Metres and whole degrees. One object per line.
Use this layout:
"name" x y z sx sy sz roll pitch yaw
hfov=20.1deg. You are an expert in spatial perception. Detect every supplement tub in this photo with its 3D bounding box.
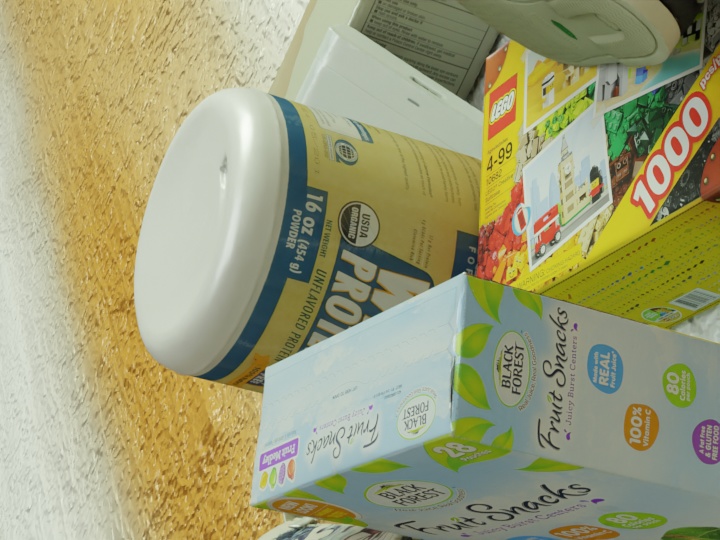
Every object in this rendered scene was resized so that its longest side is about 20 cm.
"supplement tub" 0.000 0.000 1.027 0.145 0.199 0.146 -43 40 50

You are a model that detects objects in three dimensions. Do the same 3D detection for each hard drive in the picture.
"hard drive" -0.003 -0.020 1.156 0.026 0.132 0.201 -27 -32 -62

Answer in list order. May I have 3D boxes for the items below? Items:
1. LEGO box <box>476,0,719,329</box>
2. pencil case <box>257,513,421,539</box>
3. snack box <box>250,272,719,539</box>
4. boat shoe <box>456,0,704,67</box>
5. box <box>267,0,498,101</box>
"LEGO box" 0.137 -0.063 0.920 0.200 0.077 0.150 -35 46 55
"pencil case" 0.000 0.167 1.076 0.200 0.077 0.090 -20 78 61
"snack box" 0.080 0.071 0.817 0.168 0.199 0.068 -28 51 58
"boat shoe" 0.094 -0.132 0.891 0.068 0.072 0.200 -58 23 -7
"box" 0.014 -0.127 1.202 0.201 0.094 0.078 -63 26 21
